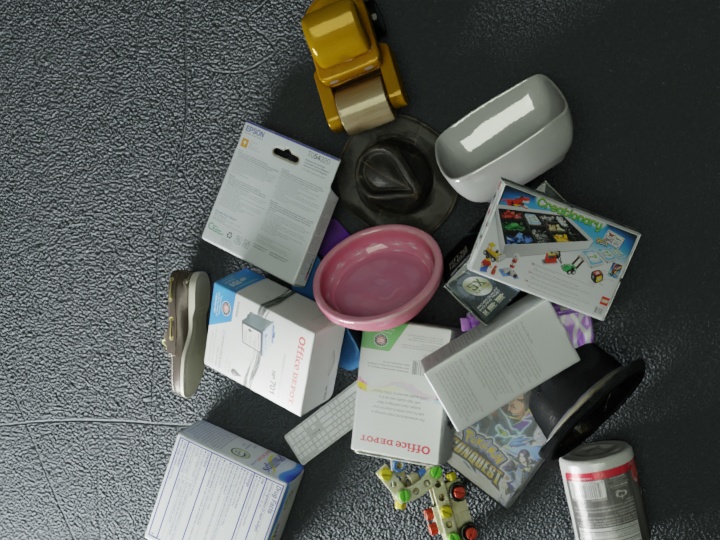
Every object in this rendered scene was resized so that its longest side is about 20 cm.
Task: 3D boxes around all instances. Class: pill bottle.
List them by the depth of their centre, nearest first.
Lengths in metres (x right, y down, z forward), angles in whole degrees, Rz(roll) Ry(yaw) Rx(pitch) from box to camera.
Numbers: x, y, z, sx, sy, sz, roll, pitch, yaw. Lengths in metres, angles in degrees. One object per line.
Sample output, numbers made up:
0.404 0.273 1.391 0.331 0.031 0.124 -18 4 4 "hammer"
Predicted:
0.363 0.361 1.386 0.109 0.111 0.204 -12 91 13 "pill bottle"

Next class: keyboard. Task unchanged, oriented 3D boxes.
-0.033 0.232 1.516 0.199 0.011 0.057 -38 86 12 "keyboard"

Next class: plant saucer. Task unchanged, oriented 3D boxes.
0.029 0.017 1.395 0.196 0.203 0.051 -9 132 13 "plant saucer"

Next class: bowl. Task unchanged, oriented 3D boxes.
0.209 -0.179 1.352 0.198 0.201 0.075 -30 115 12 "bowl"

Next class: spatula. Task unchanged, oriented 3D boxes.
0.000 0.000 1.485 0.057 0.021 0.200 -44 87 1 "spatula"

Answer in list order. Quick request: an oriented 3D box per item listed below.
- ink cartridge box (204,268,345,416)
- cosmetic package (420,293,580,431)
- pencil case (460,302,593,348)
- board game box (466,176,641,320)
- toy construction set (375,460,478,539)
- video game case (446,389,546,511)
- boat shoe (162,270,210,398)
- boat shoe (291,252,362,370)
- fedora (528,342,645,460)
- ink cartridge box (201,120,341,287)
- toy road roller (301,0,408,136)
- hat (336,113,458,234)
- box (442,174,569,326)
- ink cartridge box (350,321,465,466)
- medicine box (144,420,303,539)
-0.134 0.107 1.451 0.198 0.085 0.149 24 116 28 "ink cartridge box"
0.193 0.124 1.323 0.198 0.071 0.103 -31 99 5 "cosmetic package"
0.248 0.085 1.393 0.196 0.086 0.085 -12 64 5 "pencil case"
0.254 -0.028 1.256 0.197 0.035 0.128 21 104 -3 "board game box"
0.104 0.378 1.454 0.129 0.092 0.204 -15 99 -12 "toy construction set"
0.198 0.235 1.457 0.199 0.025 0.182 36 100 8 "video game case"
-0.286 0.101 1.534 0.058 0.072 0.205 5 92 18 "boat shoe"
-0.051 0.060 1.480 0.083 0.068 0.203 -23 86 23 "boat shoe"
0.309 0.175 1.354 0.201 0.200 0.092 -48 64 11 "fedora"
-0.132 -0.105 1.469 0.194 0.043 0.203 25 95 28 "ink cartridge box"
-0.019 -0.313 1.398 0.121 0.146 0.204 -18 83 13 "toy road roller"
0.052 -0.143 1.434 0.196 0.081 0.205 1 94 12 "hat"
0.213 -0.038 1.357 0.086 0.164 0.200 42 102 -6 "box"
0.072 0.180 1.430 0.143 0.087 0.204 6 89 21 "ink cartridge box"
-0.217 0.370 1.520 0.197 0.103 0.185 22 98 10 "medicine box"
